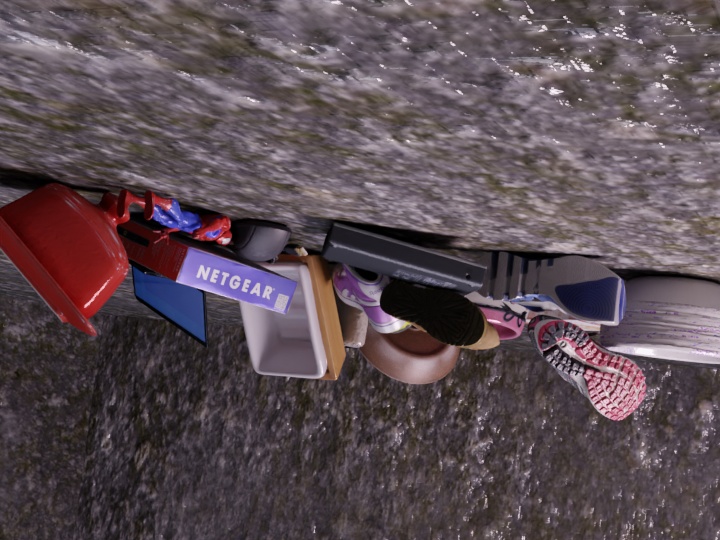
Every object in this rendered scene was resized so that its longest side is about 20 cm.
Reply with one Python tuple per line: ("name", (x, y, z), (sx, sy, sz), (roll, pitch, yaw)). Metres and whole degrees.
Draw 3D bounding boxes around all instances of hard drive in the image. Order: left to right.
("hard drive", (0.051, -0.012, 1.520), (0.199, 0.033, 0.140), (16, 173, -4))

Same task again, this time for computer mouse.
("computer mouse", (-0.129, -0.028, 1.619), (0.140, 0.046, 0.200), (13, 172, -29))

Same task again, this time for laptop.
("laptop", (-0.323, 0.021, 1.745), (0.177, 0.104, 0.200), (29, -172, 32))

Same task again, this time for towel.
("towel", (-0.063, 0.055, 1.912), (0.199, 0.133, 0.034), (2, 168, 38))

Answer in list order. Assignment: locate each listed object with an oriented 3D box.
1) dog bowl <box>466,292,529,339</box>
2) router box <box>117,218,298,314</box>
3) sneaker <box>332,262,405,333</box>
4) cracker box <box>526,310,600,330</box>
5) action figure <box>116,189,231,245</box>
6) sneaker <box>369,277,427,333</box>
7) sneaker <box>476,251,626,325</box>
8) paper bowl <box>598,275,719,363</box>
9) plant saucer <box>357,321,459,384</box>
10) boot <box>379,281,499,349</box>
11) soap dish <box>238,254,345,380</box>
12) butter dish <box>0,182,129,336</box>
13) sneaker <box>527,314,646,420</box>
("dog bowl", (0.171, 0.056, 1.844), (0.199, 0.074, 0.200), (8, 166, 2))
("router box", (-0.216, -0.008, 1.622), (0.199, 0.049, 0.179), (19, -178, -44))
("sneaker", (0.001, 0.000, 1.716), (0.072, 0.115, 0.200), (-33, -150, -11))
("cracker box", (0.349, 0.062, 1.884), (0.133, 0.058, 0.200), (11, 172, -33))
("action figure", (-0.218, -0.059, 1.465), (0.065, 0.052, 0.200), (-1, 173, 28))
("sneaker", (0.082, 0.021, 1.753), (0.074, 0.085, 0.200), (23, 142, -37))
("sneaker", (0.258, 0.019, 1.567), (0.198, 0.081, 0.115), (11, 180, 26))
("paper bowl", (0.432, 0.067, 1.637), (0.199, 0.105, 0.201), (6, 174, 1))
("plant saucer", (0.078, 0.086, 1.917), (0.199, 0.201, 0.037), (9, 143, -22))
("boot", (0.140, 0.073, 1.626), (0.175, 0.066, 0.200), (26, 180, 36))
("soap dish", (-0.107, 0.065, 1.833), (0.157, 0.201, 0.081), (1, -161, 36))
("butter dish", (-0.341, -0.035, 1.419), (0.200, 0.148, 0.199), (50, 167, -5))
("sneaker", (0.307, 0.123, 1.600), (0.200, 0.081, 0.075), (42, 180, -21))
